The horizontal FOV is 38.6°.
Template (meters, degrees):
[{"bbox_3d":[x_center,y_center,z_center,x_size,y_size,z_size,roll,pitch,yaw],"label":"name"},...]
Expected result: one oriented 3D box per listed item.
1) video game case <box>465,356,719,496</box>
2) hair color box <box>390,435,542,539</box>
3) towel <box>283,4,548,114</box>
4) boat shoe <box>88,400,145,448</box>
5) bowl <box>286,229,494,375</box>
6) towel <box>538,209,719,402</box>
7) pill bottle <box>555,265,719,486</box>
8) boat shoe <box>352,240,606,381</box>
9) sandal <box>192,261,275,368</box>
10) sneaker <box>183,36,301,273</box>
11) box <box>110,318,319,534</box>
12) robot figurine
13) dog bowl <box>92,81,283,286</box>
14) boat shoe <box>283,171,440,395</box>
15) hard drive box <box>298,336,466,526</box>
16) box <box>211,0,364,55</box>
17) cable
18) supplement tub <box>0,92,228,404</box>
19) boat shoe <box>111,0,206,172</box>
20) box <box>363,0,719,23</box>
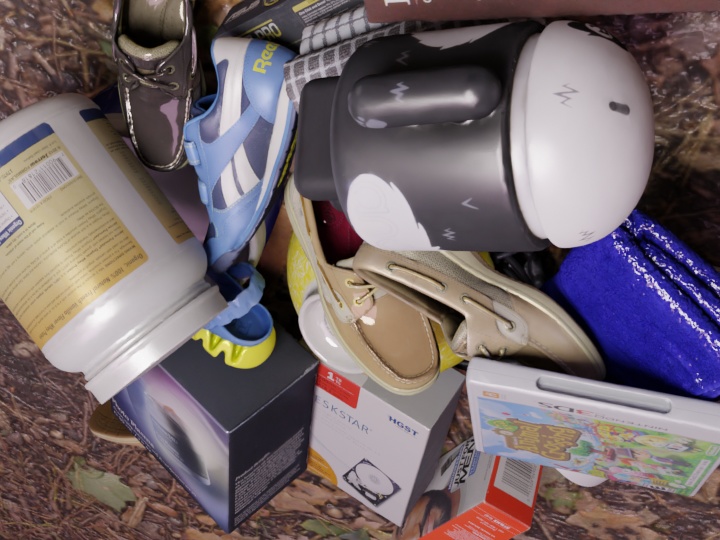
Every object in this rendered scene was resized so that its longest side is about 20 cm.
[{"bbox_3d":[0.171,0.120,0.758,0.180,0.022,0.200,10,159,13],"label":"video game case"},{"bbox_3d":[0.113,0.251,1.119,0.064,0.111,0.200,31,138,-10],"label":"hair color box"},{"bbox_3d":[0.064,-0.097,0.707,0.164,0.086,0.200,-14,132,33],"label":"towel"},{"bbox_3d":[-0.234,0.192,1.235,0.198,0.072,0.065,0,135,22],"label":"boat shoe"},{"bbox_3d":[0.008,0.025,0.879,0.199,0.108,0.202,19,131,23],"label":"bowl"},{"bbox_3d":[0.191,0.047,0.714,0.147,0.050,0.200,40,159,9],"label":"towel"},{"bbox_3d":[0.246,0.095,0.864,0.115,0.116,0.200,35,128,-16],"label":"pill bottle"},{"bbox_3d":[0.083,0.034,0.723,0.199,0.065,0.072,38,160,-9],"label":"boat shoe"},{"bbox_3d":[-0.159,0.010,0.883,0.198,0.080,0.087,18,137,-9],"label":"sandal"},{"bbox_3d":[-0.094,-0.088,0.782,0.082,0.074,0.201,22,122,-1],"label":"sneaker"},{"bbox_3d":[-0.154,0.117,1.023,0.200,0.123,0.199,39,145,24],"label":"box"},{"bbox_3d":[0.061,-0.075,0.572,0.198,0.150,0.126,1,122,28],"label":"robot figurine"},{"bbox_3d":[-0.172,-0.069,0.914,0.198,0.079,0.201,12,139,11],"label":"dog bowl"},{"bbox_3d":[0.000,0.000,0.776,0.201,0.074,0.066,59,165,11],"label":"boat shoe"},{"bbox_3d":[0.009,0.148,1.048,0.155,0.077,0.201,29,142,16],"label":"hard drive box"},{"bbox_3d":[0.012,-0.157,0.763,0.199,0.049,0.161,-17,129,36],"label":"box"},{"bbox_3d":[0.108,0.049,0.946,0.162,0.051,0.201,-4,134,27],"label":"cable"},{"bbox_3d":[-0.206,-0.015,0.777,0.201,0.144,0.144,53,135,-2],"label":"supplement tub"},{"bbox_3d":[-0.154,-0.165,0.757,0.072,0.065,0.202,4,113,6],"label":"boat shoe"},{"bbox_3d":[0.100,-0.245,0.537,0.198,0.165,0.167,3,137,21],"label":"box"}]
